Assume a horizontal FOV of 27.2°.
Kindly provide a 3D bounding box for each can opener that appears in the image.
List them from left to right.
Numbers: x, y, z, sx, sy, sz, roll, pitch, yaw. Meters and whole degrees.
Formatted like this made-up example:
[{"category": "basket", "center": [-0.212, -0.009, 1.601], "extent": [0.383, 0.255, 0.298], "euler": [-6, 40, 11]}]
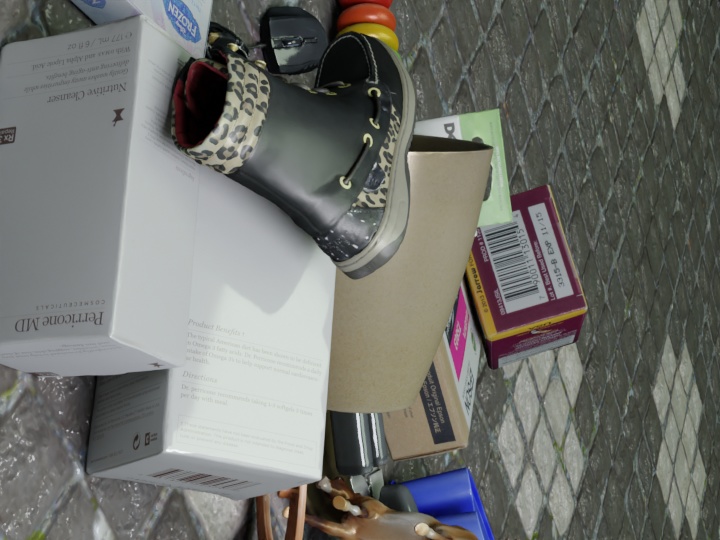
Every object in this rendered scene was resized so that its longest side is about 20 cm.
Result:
[{"category": "can opener", "center": [0.011, 0.148, 1.223], "extent": [0.053, 0.066, 0.201], "euler": [-14, 94, -65]}]

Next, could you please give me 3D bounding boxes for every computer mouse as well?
[{"category": "computer mouse", "center": [-0.074, -0.186, 1.210], "extent": [0.200, 0.034, 0.059], "euler": [-24, 108, -63]}]

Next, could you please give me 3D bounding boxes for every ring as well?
[{"category": "ring", "center": [-0.063, 0.141, 1.066], "extent": [0.200, 0.019, 0.201], "euler": [-178, -90, -78]}]

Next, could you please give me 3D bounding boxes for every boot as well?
[{"category": "boot", "center": [-0.040, -0.108, 0.938], "extent": [0.154, 0.073, 0.204], "euler": [33, 39, -33]}]

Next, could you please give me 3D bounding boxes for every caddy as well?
[{"category": "caddy", "center": [0.075, 0.277, 1.358], "extent": [0.141, 0.105, 0.200], "euler": [-100, 171, -61]}]

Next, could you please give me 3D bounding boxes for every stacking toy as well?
[{"category": "stacking toy", "center": [0.008, -0.189, 1.338], "extent": [0.085, 0.085, 0.201], "euler": [35, 50, -58]}]

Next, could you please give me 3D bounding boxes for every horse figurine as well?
[{"category": "horse figurine", "center": [0.036, 0.197, 1.103], "extent": [0.133, 0.200, 0.050], "euler": [33, 73, -65]}]

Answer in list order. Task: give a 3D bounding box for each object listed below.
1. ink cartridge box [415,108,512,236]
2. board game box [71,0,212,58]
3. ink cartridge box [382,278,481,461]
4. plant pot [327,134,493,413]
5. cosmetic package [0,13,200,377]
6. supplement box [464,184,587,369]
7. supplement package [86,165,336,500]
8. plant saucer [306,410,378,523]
[{"category": "ink cartridge box", "center": [0.039, -0.072, 1.247], "extent": [0.059, 0.199, 0.104], "euler": [-165, -115, -75]}, {"category": "board game box", "center": [-0.162, -0.266, 1.027], "extent": [0.200, 0.041, 0.200], "euler": [43, 47, -55]}, {"category": "ink cartridge box", "center": [0.052, 0.046, 1.341], "extent": [0.200, 0.075, 0.165], "euler": [-75, 150, -62]}, {"category": "plant pot", "center": [0.000, 0.000, 1.125], "extent": [0.187, 0.187, 0.201], "euler": [-16, 111, -65]}, {"category": "cosmetic package", "center": [-0.163, -0.040, 0.900], "extent": [0.081, 0.113, 0.201], "euler": [35, 52, -57]}, {"category": "supplement box", "center": [0.158, 0.011, 1.486], "extent": [0.200, 0.103, 0.131], "euler": [66, 7, -77]}, {"category": "supplement package", "center": [-0.095, 0.039, 0.977], "extent": [0.117, 0.117, 0.201], "euler": [15, 68, -30]}, {"category": "plant saucer", "center": [-0.031, 0.116, 1.240], "extent": [0.200, 0.029, 0.201], "euler": [-5, 90, -66]}]
